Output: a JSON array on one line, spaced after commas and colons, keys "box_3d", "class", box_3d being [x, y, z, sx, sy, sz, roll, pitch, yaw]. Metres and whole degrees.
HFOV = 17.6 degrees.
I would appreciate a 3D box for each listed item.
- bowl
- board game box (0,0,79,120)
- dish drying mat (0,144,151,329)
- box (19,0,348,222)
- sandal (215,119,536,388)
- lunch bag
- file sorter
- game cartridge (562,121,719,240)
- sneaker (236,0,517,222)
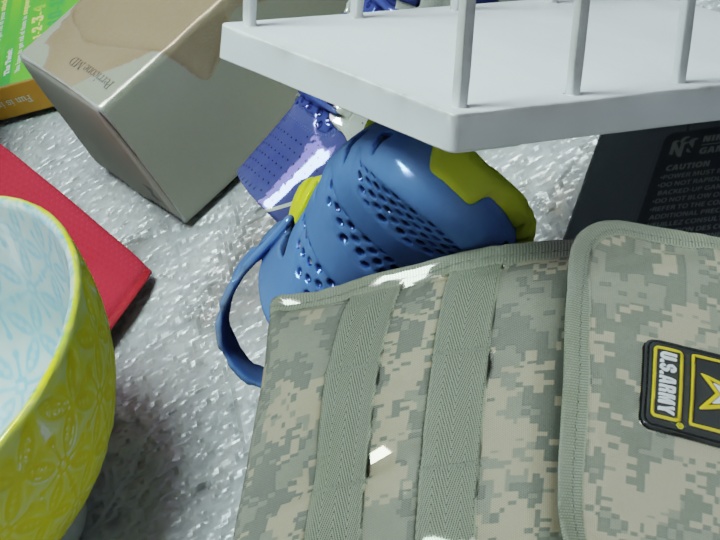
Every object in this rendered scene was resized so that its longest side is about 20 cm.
[{"box_3d": [-0.169, 0.078, 0.926, 0.199, 0.108, 0.201, -22, 38, 18], "class": "bowl"}, {"box_3d": [-0.169, -0.120, 1.215, 0.199, 0.030, 0.096, -9, 43, 27], "class": "board game box"}, {"box_3d": [-0.188, -0.034, 1.007, 0.077, 0.200, 0.018, -55, 8, -24], "class": "dish drying mat"}, {"box_3d": [-0.049, -0.126, 1.082, 0.200, 0.078, 0.095, -44, 38, -12], "class": "box"}, {"box_3d": [0.000, 0.000, 0.855, 0.087, 0.079, 0.200, -47, 1, -21], "class": "sandal"}, {"box_3d": [0.068, 0.074, 0.739, 0.199, 0.118, 0.164, -12, 42, 19], "class": "lunch bag"}, {"box_3d": [0.074, -0.125, 0.807, 0.199, 0.125, 0.139, -8, 22, -34], "class": "file sorter"}, {"box_3d": [0.171, -0.029, 0.837, 0.199, 0.042, 0.133, -6, 41, 34], "class": "game cartridge"}, {"box_3d": [0.017, -0.111, 0.981, 0.199, 0.115, 0.081, -39, 35, -5], "class": "sneaker"}]
